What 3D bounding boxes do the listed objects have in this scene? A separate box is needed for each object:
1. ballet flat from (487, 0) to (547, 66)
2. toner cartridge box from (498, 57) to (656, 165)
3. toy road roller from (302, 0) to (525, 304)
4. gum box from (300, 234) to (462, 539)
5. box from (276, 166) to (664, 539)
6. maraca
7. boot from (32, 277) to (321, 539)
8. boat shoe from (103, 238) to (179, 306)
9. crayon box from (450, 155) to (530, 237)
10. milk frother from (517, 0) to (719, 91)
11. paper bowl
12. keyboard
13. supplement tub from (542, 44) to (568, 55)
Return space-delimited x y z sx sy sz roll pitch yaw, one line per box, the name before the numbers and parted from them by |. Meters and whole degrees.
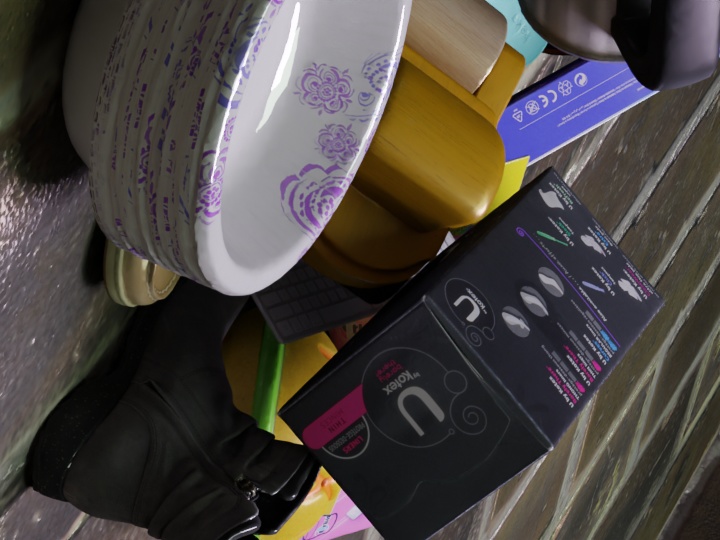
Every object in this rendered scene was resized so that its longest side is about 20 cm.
ballet flat | 0.059 -0.189 1.564 0.068 0.075 0.200 -47 151 -7
toner cartridge box | 0.161 -0.125 1.758 0.199 0.043 0.095 -30 -176 -10
toy road roller | 0.024 -0.085 1.399 0.146 0.123 0.201 -11 -132 59
gum box | 0.013 0.072 1.615 0.113 0.066 0.201 -13 139 -39
box | 0.064 0.046 1.407 0.122 0.106 0.200 -40 -178 32
maraca | -0.053 0.072 1.518 0.137 0.106 0.201 -116 -146 -83
boot | -0.074 0.078 1.398 0.200 0.131 0.070 -55 161 -37
boat shoe | -0.069 -0.069 1.326 0.201 0.062 0.073 -65 166 -3
crayon box | 0.024 0.002 1.656 0.126 0.051 0.201 -17 142 -35
milk frother | 0.103 -0.195 1.433 0.189 0.198 0.181 87 3 -54
paper bowl | -0.062 -0.098 1.209 0.201 0.104 0.201 -53 156 -37
keyboard | 0.000 0.000 1.492 0.011 0.056 0.200 -45 164 33
supplement tub | 0.131 -0.206 1.734 0.107 0.106 0.200 -65 165 -5
